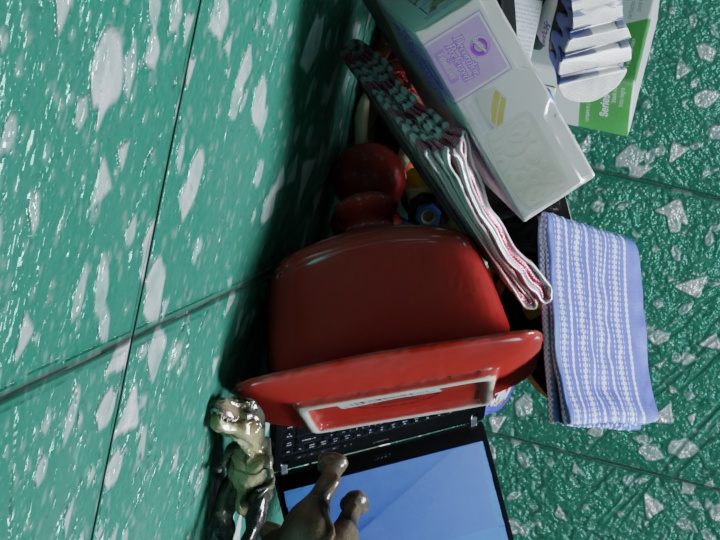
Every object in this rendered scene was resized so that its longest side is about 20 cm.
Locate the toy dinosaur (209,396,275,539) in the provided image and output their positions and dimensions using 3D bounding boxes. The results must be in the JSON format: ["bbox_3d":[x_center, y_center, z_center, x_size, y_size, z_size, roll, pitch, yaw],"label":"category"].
[{"bbox_3d":[-0.077,0.154,1.254,0.200,0.047,0.088,96,4,-61],"label":"toy dinosaur"}]

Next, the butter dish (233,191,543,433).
[{"bbox_3d":[0.013,0.020,1.287,0.199,0.199,0.149,75,6,-79],"label":"butter dish"}]

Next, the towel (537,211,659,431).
[{"bbox_3d":[0.168,0.039,1.352,0.200,0.024,0.146,11,74,-65],"label":"towel"}]

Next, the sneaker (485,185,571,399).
[{"bbox_3d":[0.125,-0.001,1.372,0.090,0.070,0.201,-68,141,-81],"label":"sneaker"}]

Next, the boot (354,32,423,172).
[{"bbox_3d":[0.043,-0.163,1.481,0.107,0.075,0.201,-27,128,-69],"label":"boot"}]

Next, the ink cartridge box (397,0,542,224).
[{"bbox_3d":[0.079,-0.132,1.595,0.196,0.043,0.201,-153,-107,-70],"label":"ink cartridge box"}]

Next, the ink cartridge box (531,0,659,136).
[{"bbox_3d":[0.161,-0.218,1.749,0.083,0.199,0.147,84,20,-58],"label":"ink cartridge box"}]

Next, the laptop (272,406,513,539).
[{"bbox_3d":[0.032,0.144,1.433,0.201,0.177,0.103,96,-26,-44],"label":"laptop"}]

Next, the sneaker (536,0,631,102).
[{"bbox_3d":[0.165,-0.243,1.518,0.115,0.080,0.200,-124,-149,-43],"label":"sneaker"}]

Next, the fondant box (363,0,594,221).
[{"bbox_3d":[0.071,-0.128,1.267,0.145,0.058,0.200,58,-1,-19],"label":"fondant box"}]

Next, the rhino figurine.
[{"bbox_3d":[-0.057,0.215,1.314,0.200,0.060,0.088,-54,-169,38],"label":"rhino figurine"}]

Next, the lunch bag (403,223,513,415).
[{"bbox_3d":[0.092,0.021,1.624,0.200,0.123,0.171,-143,-107,-72],"label":"lunch bag"}]

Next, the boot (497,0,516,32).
[{"bbox_3d":[0.103,-0.243,1.450,0.165,0.065,0.201,3,79,-51],"label":"boot"}]

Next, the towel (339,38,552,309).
[{"bbox_3d":[0.058,-0.069,1.294,0.147,0.030,0.200,56,0,-32],"label":"towel"}]

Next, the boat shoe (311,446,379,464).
[{"bbox_3d":[-0.006,0.116,1.631,0.200,0.072,0.069,79,23,-50],"label":"boat shoe"}]

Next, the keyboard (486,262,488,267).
[{"bbox_3d":[0.065,-0.012,1.564,0.011,0.200,0.057,20,53,-41],"label":"keyboard"}]

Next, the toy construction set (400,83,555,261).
[{"bbox_3d":[0.102,-0.035,1.462,0.092,0.131,0.201,-129,-154,-84],"label":"toy construction set"}]

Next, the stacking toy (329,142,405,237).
[{"bbox_3d":[0.000,0.000,1.454,0.085,0.085,0.201,-61,156,-62],"label":"stacking toy"}]
